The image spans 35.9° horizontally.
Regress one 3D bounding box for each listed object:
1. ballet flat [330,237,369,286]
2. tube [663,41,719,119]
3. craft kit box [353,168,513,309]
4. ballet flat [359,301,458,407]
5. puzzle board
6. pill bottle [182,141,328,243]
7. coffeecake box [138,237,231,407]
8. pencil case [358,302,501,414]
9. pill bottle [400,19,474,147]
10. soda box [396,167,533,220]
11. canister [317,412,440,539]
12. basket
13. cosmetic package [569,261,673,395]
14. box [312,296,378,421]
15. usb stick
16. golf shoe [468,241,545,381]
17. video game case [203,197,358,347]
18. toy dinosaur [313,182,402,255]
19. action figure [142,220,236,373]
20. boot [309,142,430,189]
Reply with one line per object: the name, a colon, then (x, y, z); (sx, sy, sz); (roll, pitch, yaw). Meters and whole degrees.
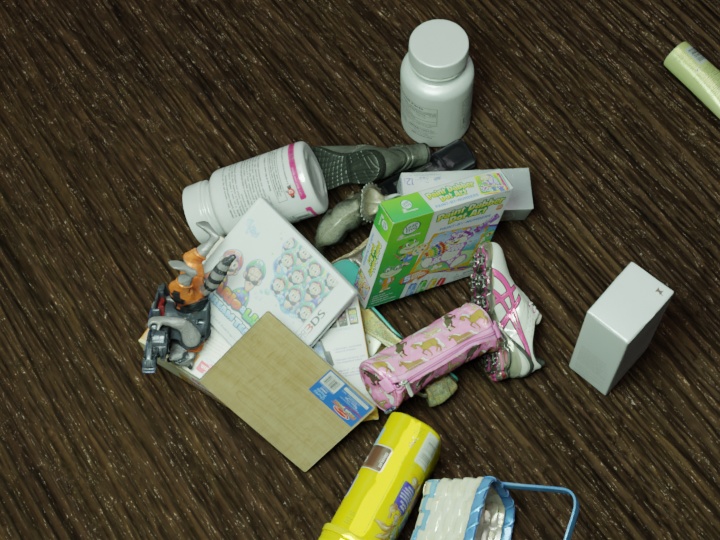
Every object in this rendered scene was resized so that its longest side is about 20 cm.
ballet flat: (0.000, 0.000, 1.658); (0.200, 0.065, 0.071); (-36, 79, -13)
tube: (0.573, -0.282, 1.778); (0.200, 0.052, 0.058); (48, 116, 18)
craft kit box: (0.100, -0.043, 1.572); (0.199, 0.198, 0.049); (-18, 56, -25)
ballet flat: (0.050, 0.122, 1.599); (0.200, 0.071, 0.071); (40, 72, 18)
puzzle board: (-0.099, 0.166, 1.519); (0.200, 0.017, 0.151); (42, 111, -10)
pill bottle: (-0.159, -0.112, 1.676); (0.199, 0.113, 0.114); (-17, 64, 11)
coffeecake box: (-0.200, 0.074, 1.627); (0.153, 0.073, 0.200); (30, 69, 14)
pencil case: (0.096, 0.116, 1.518); (0.200, 0.083, 0.087); (-28, 55, -26)
pill bottle: (0.118, -0.290, 1.716); (0.114, 0.200, 0.115); (-1, 64, 2)
soda box: (0.157, -0.111, 1.688); (0.199, 0.063, 0.069); (-3, 77, -5)
canister: (0.028, 0.302, 1.468); (0.086, 0.149, 0.200); (25, 66, 14)
basket: (0.170, 0.350, 1.430); (0.199, 0.139, 0.177); (5, 62, 34)
cosmetic package: (0.354, 0.084, 1.525); (0.071, 0.200, 0.101); (39, 71, 19)
box: (-0.049, 0.121, 1.575); (0.119, 0.041, 0.201); (-9, 87, -2)
usb stick: (0.091, -0.141, 1.740); (0.200, 0.033, 0.056); (-30, 76, -11)
golf shoe: (0.211, 0.055, 1.604); (0.092, 0.073, 0.201); (-9, 88, -15)
video game case: (-0.129, 0.030, 1.550); (0.200, 0.024, 0.182); (45, 102, 17)
toy dinosaur: (-0.027, -0.074, 1.659); (0.200, 0.102, 0.077); (-31, 84, 7)
action figure: (-0.234, 0.060, 1.497); (0.104, 0.194, 0.200); (9, 34, -7)
boot: (0.004, -0.167, 1.734); (0.200, 0.068, 0.130); (7, 17, 44)
